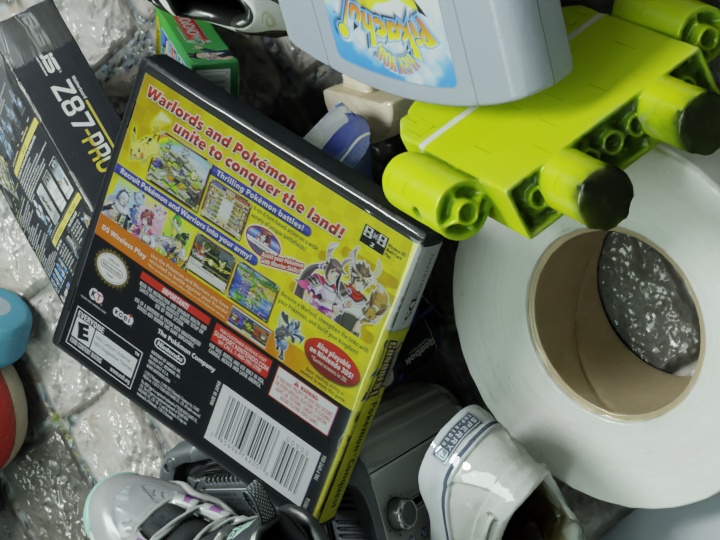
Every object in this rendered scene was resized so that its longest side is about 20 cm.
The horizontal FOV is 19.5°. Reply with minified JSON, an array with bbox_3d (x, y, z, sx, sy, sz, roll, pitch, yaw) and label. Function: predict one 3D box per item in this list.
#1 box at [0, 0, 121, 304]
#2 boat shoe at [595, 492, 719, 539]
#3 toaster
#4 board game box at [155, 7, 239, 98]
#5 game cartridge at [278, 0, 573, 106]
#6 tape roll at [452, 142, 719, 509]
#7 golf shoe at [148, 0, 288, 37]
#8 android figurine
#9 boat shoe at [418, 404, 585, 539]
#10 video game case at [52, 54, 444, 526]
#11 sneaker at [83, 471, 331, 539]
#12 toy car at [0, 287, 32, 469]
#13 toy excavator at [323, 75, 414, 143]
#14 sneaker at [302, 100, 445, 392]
[{"bbox_3d":[-0.180,-0.057,1.279,0.162,0.049,0.200,58,161,5],"label":"box"},{"bbox_3d":[0.161,0.181,1.150,0.070,0.071,0.200,35,130,-17],"label":"boat shoe"},{"bbox_3d":[-0.022,0.130,1.221,0.199,0.129,0.114,-8,99,44],"label":"toaster"},{"bbox_3d":[-0.097,-0.044,1.240,0.135,0.029,0.201,-127,36,-64],"label":"board game box"},{"bbox_3d":[0.018,-0.150,1.033,0.200,0.040,0.134,20,137,49],"label":"game cartridge"},{"bbox_3d":[0.149,0.018,1.091,0.202,0.071,0.204,14,114,34],"label":"tape roll"},{"bbox_3d":[-0.101,-0.195,1.197,0.200,0.094,0.078,31,124,28],"label":"golf shoe"},{"bbox_3d":[0.094,-0.080,1.042,0.041,0.182,0.200,60,169,-30],"label":"android figurine"},{"bbox_3d":[0.091,0.144,1.129,0.086,0.075,0.202,35,162,25],"label":"boat shoe"},{"bbox_3d":[-0.065,0.010,1.116,0.200,0.025,0.181,33,116,26],"label":"video game case"},{"bbox_3d":[-0.067,0.144,1.098,0.199,0.078,0.140,31,149,19],"label":"sneaker"},{"bbox_3d":[-0.348,0.098,1.424,0.176,0.200,0.185,32,123,25],"label":"toy car"},{"bbox_3d":[0.027,-0.181,1.115,0.200,0.100,0.195,-18,95,54],"label":"toy excavator"},{"bbox_3d":[0.000,0.000,1.189,0.115,0.081,0.200,34,146,13],"label":"sneaker"}]
